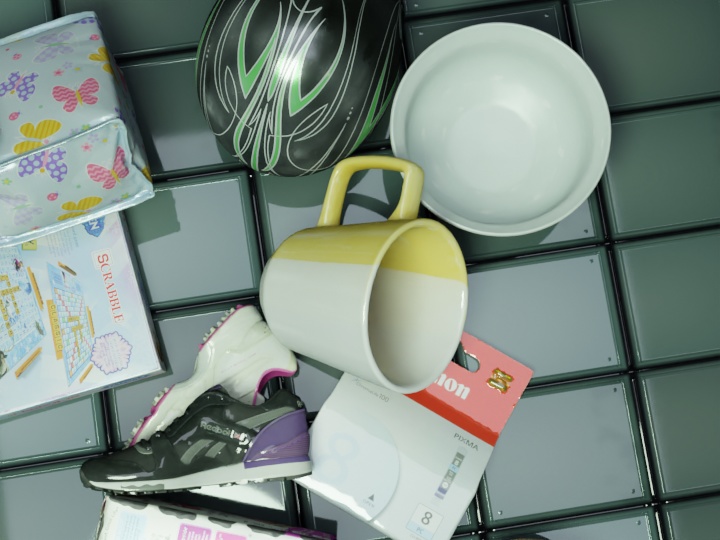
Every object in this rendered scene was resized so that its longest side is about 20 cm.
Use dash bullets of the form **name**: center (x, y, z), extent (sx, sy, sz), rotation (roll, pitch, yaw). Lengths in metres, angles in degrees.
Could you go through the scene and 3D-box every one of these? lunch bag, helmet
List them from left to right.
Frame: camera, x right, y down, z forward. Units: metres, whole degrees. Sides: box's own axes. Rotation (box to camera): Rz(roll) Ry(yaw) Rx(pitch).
- **lunch bag**: center (-0.304, -0.122, 1.073), extent (0.200, 0.127, 0.170), rotation (-20, 51, -1)
- **helmet**: center (-0.058, -0.185, 1.091), extent (0.200, 0.200, 0.191), rotation (24, 65, 2)

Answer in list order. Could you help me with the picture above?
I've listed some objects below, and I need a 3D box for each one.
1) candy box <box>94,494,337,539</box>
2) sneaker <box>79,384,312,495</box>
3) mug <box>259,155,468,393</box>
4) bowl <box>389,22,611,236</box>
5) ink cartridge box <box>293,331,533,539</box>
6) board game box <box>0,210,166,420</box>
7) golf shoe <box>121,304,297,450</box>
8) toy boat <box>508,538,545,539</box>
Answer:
- **candy box**: center (-0.121, 0.242, 1.047), extent (0.199, 0.136, 0.061), rotation (11, 80, 0)
- **sneaker**: center (-0.144, 0.145, 1.044), extent (0.199, 0.076, 0.088), rotation (-4, 83, -17)
- **mug**: center (0.001, 0.009, 1.076), extent (0.153, 0.150, 0.187), rotation (7, 55, 39)
- **bowl**: center (0.126, -0.123, 1.127), extent (0.201, 0.090, 0.202), rotation (0, 83, -1)
- **ink cartridge box**: center (0.048, 0.141, 1.109), extent (0.160, 0.047, 0.200), rotation (30, 85, 3)
- **board game box**: center (-0.303, 0.027, 1.120), extent (0.199, 0.041, 0.200), rotation (-15, 82, -3)
- **golf shoe**: center (-0.139, 0.128, 1.096), extent (0.091, 0.075, 0.200), rotation (39, 84, 1)
- **toy boat**: center (0.156, 0.339, 1.050), extent (0.130, 0.131, 0.200), rotation (-6, 51, -18)
